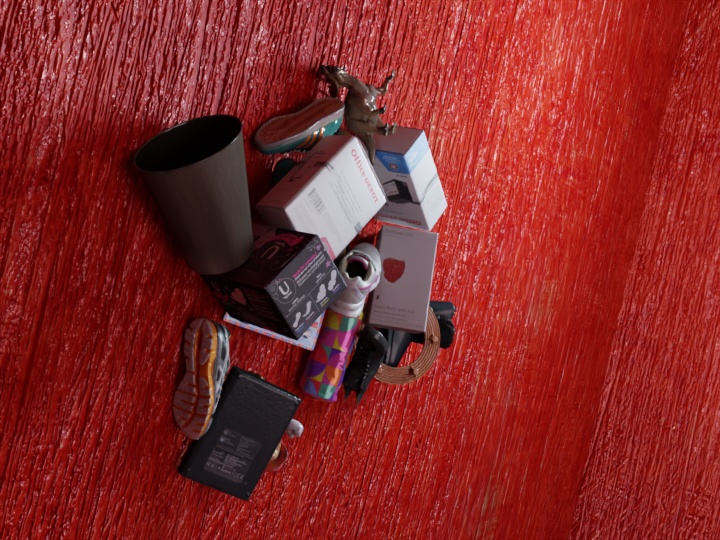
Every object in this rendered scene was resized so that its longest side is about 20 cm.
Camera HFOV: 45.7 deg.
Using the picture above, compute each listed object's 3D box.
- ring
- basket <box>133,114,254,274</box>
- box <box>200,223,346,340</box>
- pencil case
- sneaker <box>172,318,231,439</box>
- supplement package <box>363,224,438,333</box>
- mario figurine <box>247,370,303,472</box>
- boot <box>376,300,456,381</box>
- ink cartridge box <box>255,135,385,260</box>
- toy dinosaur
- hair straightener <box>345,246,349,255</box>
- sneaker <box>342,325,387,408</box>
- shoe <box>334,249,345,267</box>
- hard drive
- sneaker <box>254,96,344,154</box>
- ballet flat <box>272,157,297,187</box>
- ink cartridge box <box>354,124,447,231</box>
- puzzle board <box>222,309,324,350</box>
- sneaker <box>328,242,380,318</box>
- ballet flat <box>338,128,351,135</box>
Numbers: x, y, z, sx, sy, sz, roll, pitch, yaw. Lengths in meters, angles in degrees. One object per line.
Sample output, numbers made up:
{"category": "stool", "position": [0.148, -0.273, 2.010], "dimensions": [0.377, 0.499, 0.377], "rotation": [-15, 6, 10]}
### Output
{"category": "ring", "position": [0.080, 0.142, 1.829], "dimensions": [0.197, 0.019, 0.204], "rotation": [2, 84, -17]}
{"category": "basket", "position": [-0.236, -0.108, 1.305], "dimensions": [0.180, 0.135, 0.202], "rotation": [-39, 135, -33]}
{"category": "box", "position": [-0.144, 0.010, 1.386], "dimensions": [0.132, 0.199, 0.115], "rotation": [-47, 126, -25]}
{"category": "pencil case", "position": [-0.060, 0.157, 1.692], "dimensions": [0.088, 0.087, 0.203], "rotation": [28, 75, -55]}
{"category": "sneaker", "position": [-0.254, 0.181, 1.421], "dimensions": [0.077, 0.077, 0.203], "rotation": [4, 98, -64]}
{"category": "supplement package", "position": [0.082, 0.020, 1.758], "dimensions": [0.120, 0.119, 0.203], "rotation": [125, -27, -83]}
{"category": "mario figurine", "position": [-0.177, 0.285, 1.528], "dimensions": [0.107, 0.122, 0.202], "rotation": [-73, 150, -55]}
{"category": "boot", "position": [0.124, 0.157, 1.891], "dimensions": [0.166, 0.076, 0.203], "rotation": [12, 86, -17]}
{"category": "ink cartridge box", "position": [-0.063, -0.116, 1.469], "dimensions": [0.200, 0.082, 0.148], "rotation": [-49, 127, -28]}
{"category": "toy dinosaur", "position": [-0.006, -0.302, 1.588], "dimensions": [0.086, 0.133, 0.202], "rotation": [-63, 153, -50]}
{"category": "hair straightener", "position": [-0.034, -0.082, 1.682], "dimensions": [0.077, 0.040, 0.203], "rotation": [-36, 129, -44]}
{"category": "sneaker", "position": [0.003, 0.196, 1.721], "dimensions": [0.105, 0.060, 0.201], "rotation": [-53, 163, -23]}
{"category": "shoe", "position": [-0.100, 0.026, 1.618], "dimensions": [0.201, 0.053, 0.070], "rotation": [-57, 158, -14]}
{"category": "hard drive", "position": [-0.206, 0.281, 1.470], "dimensions": [0.139, 0.033, 0.202], "rotation": [29, 90, -26]}
{"category": "sneaker", "position": [-0.103, -0.234, 1.505], "dimensions": [0.199, 0.071, 0.081], "rotation": [-31, 142, -35]}
{"category": "ballet flat", "position": [-0.107, -0.111, 1.546], "dimensions": [0.073, 0.072, 0.203], "rotation": [-36, 114, -43]}
{"category": "ink cartridge box", "position": [0.075, -0.187, 1.714], "dimensions": [0.084, 0.144, 0.201], "rotation": [-54, 140, -29]}
{"category": "puzzle board", "position": [-0.140, 0.045, 1.533], "dimensions": [0.198, 0.017, 0.153], "rotation": [23, 82, -36]}
{"category": "sneaker", "position": [0.000, 0.000, 1.619], "dimensions": [0.201, 0.080, 0.089], "rotation": [-71, 178, -54]}
{"category": "ballet flat", "position": [-0.013, -0.179, 1.657], "dimensions": [0.068, 0.063, 0.201], "rotation": [-33, 130, -10]}
